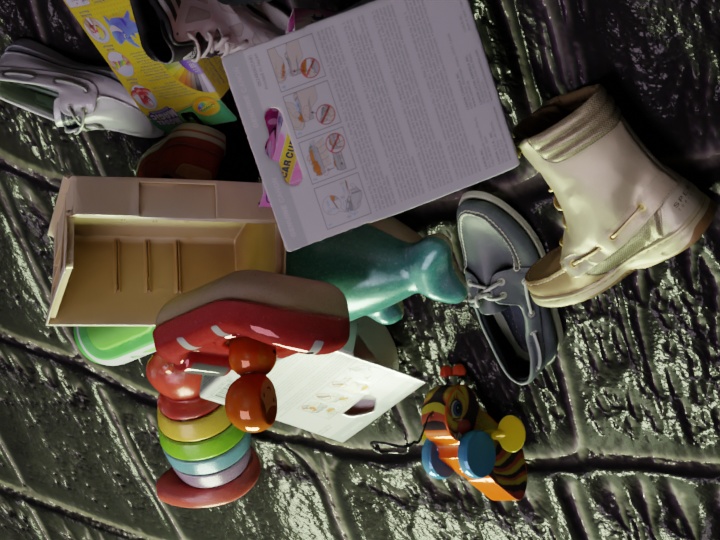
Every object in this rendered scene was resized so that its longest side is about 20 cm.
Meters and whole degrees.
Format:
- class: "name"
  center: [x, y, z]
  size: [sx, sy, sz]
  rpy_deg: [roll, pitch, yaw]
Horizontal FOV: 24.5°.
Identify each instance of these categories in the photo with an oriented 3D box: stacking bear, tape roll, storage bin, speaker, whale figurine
- class: "stacking bear"
  center: [-0.187, 0.159, 1.884]
  size: [0.113, 0.122, 0.202]
  rpy_deg: [12, 131, 32]
- class: "tape roll"
  center: [-0.055, 0.073, 1.731]
  size: [0.201, 0.037, 0.204]
  rpy_deg: [22, 143, 17]
- class: "storage bin"
  center: [-0.184, -0.017, 1.538]
  size: [0.197, 0.095, 0.199]
  rpy_deg: [2, 164, -15]
- class: "speaker"
  center: [-0.235, 0.047, 1.805]
  size: [0.089, 0.089, 0.199]
  rpy_deg: [47, 143, -17]
- class: "whale figurine"
  center: [0.000, 0.000, 1.538]
  size: [0.198, 0.104, 0.160]
  rpy_deg: [11, 138, 35]

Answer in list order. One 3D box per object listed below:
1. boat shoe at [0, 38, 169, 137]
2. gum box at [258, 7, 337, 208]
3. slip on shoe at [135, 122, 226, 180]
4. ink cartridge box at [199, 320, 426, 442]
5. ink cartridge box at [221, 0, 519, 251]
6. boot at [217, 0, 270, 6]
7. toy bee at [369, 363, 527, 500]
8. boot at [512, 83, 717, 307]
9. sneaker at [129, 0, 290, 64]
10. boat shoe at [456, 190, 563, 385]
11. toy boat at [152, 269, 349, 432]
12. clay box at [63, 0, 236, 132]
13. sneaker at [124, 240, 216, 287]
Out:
- class: "boat shoe"
  center: [-0.274, -0.161, 1.613]
  size: [0.198, 0.067, 0.074]
  rpy_deg: [19, 142, 22]
- class: "gum box"
  center: [-0.018, -0.126, 1.400]
  size: [0.112, 0.067, 0.201]
  rpy_deg: [2, 146, -13]
- class: "slip on shoe"
  center: [-0.177, -0.084, 1.597]
  size: [0.073, 0.062, 0.200]
  rpy_deg: [16, 163, -16]
- class: "ink cartridge box"
  center: [-0.050, 0.103, 1.695]
  size: [0.172, 0.044, 0.200]
  rpy_deg: [19, 149, -20]
- class: "ink cartridge box"
  center: [0.007, -0.124, 1.286]
  size: [0.047, 0.198, 0.162]
  rpy_deg: [-140, 30, -76]
- class: "boot"
  center: [-0.068, -0.300, 1.271]
  size: [0.198, 0.077, 0.169]
  rpy_deg: [-6, 132, 35]
- class: "toy bee"
  center: [0.105, 0.154, 1.655]
  size: [0.129, 0.110, 0.200]
  rpy_deg: [4, 160, 25]
- class: "boot"
  center: [0.172, -0.059, 1.356]
  size: [0.155, 0.073, 0.199]
  rpy_deg: [45, 142, -14]
- class: "sneaker"
  center: [-0.120, -0.188, 1.412]
  size: [0.200, 0.116, 0.075]
  rpy_deg: [44, 144, -13]
- class: "boat shoe"
  center: [0.130, 0.018, 1.491]
  size: [0.072, 0.062, 0.201]
  rpy_deg: [5, 135, 35]
- class: "toy boat"
  center: [-0.095, 0.078, 1.479]
  size: [0.129, 0.132, 0.199]
  rpy_deg: [9, 160, -38]
- class: "clay box"
  center: [-0.189, -0.217, 1.494]
  size: [0.114, 0.048, 0.201]
  rpy_deg: [-2, 132, 43]
- class: "sneaker"
  center: [-0.186, -0.010, 1.685]
  size: [0.199, 0.071, 0.073]
  rpy_deg: [36, 139, -10]
